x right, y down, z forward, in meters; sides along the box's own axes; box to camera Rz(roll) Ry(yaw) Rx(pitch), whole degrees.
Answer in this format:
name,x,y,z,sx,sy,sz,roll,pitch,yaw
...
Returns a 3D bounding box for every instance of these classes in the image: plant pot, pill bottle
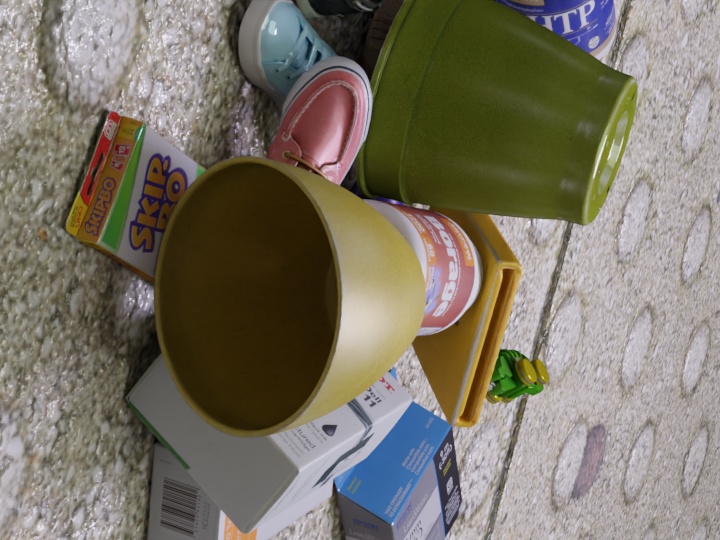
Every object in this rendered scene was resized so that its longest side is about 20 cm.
name,x,y,z,sx,sy,sz,roll,pitch,yaw
plant pot,0.122,-0.126,1.589,0.200,0.192,0.201,20,90,-76
plant pot,-0.035,0.020,1.400,0.142,0.200,0.201,1,104,-45
pill bottle,0.184,-0.301,1.871,0.120,0.119,0.200,-60,151,-29
pill bottle,0.035,0.000,1.621,0.200,0.112,0.113,3,101,-68

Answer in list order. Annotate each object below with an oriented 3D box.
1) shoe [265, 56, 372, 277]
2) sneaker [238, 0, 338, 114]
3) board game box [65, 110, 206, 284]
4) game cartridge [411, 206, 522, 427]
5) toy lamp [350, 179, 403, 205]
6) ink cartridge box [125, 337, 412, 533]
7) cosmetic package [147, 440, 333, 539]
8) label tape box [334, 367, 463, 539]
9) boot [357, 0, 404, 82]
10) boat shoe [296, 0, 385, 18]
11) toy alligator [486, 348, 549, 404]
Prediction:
name,x,y,z,sx,sy,sz,roll,pitch,yaw
shoe,-0.047,-0.066,1.495,0.091,0.071,0.200,-91,-153,-63
sneaker,-0.032,-0.159,1.543,0.074,0.082,0.200,-68,154,-16
board game box,-0.152,-0.043,1.429,0.200,0.030,0.096,36,72,-61
game cartridge,0.092,0.022,1.799,0.200,0.032,0.177,-112,-148,-59
toy lamp,0.000,0.000,1.735,0.058,0.058,0.201,-4,110,-64
ink cartridge box,-0.068,0.104,1.525,0.083,0.147,0.200,-50,168,28
cosmetic package,-0.096,0.171,1.611,0.200,0.071,0.102,-27,128,-59
label tape box,0.040,0.221,1.932,0.144,0.063,0.200,-55,149,-37
boot,0.049,-0.223,1.723,0.167,0.072,0.200,82,30,-63
boat shoe,-0.032,-0.285,1.487,0.072,0.067,0.200,-58,143,-36
toy alligator,0.159,0.114,2.139,0.200,0.059,0.054,7,56,-64
